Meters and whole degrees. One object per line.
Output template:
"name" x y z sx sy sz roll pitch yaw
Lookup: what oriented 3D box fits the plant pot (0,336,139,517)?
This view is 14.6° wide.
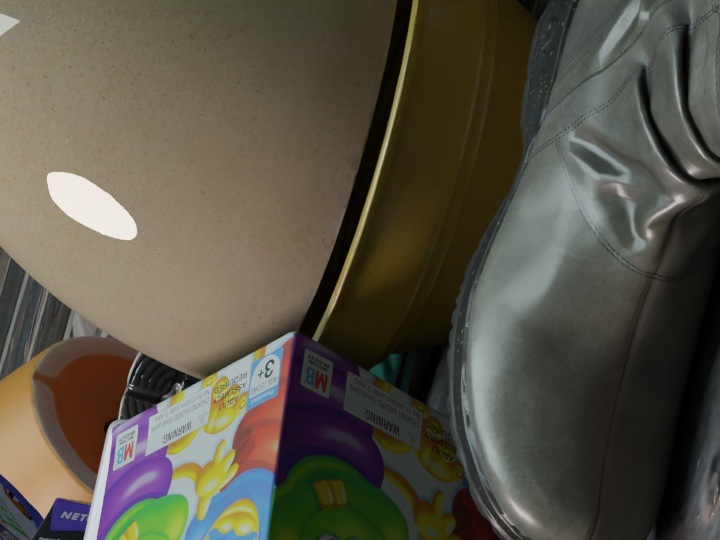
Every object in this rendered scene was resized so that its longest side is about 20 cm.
"plant pot" -0.166 0.138 1.486 0.183 0.200 0.200 -49 25 32

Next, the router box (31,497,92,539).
"router box" -0.106 0.214 1.088 0.157 0.052 0.200 -63 -29 -41

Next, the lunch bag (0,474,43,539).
"lunch bag" -0.181 0.170 1.193 0.170 0.124 0.200 -114 12 -68

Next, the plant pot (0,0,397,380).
"plant pot" -0.079 -0.069 1.013 0.200 0.134 0.201 -165 90 -79

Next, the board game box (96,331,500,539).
"board game box" -0.027 0.141 0.928 0.103 0.105 0.200 -29 43 41

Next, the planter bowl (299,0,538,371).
"planter bowl" 0.027 -0.038 1.014 0.200 0.083 0.201 -164 90 -78

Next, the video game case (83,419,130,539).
"video game case" -0.065 0.169 1.073 0.200 0.023 0.182 40 -121 -62

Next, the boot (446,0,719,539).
"boot" 0.085 -0.022 0.784 0.131 0.068 0.200 144 139 -63

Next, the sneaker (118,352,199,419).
"sneaker" -0.066 0.030 1.430 0.085 0.077 0.200 109 -179 -76

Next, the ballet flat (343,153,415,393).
"ballet flat" 0.000 0.000 1.124 0.067 0.070 0.200 -134 59 -77
